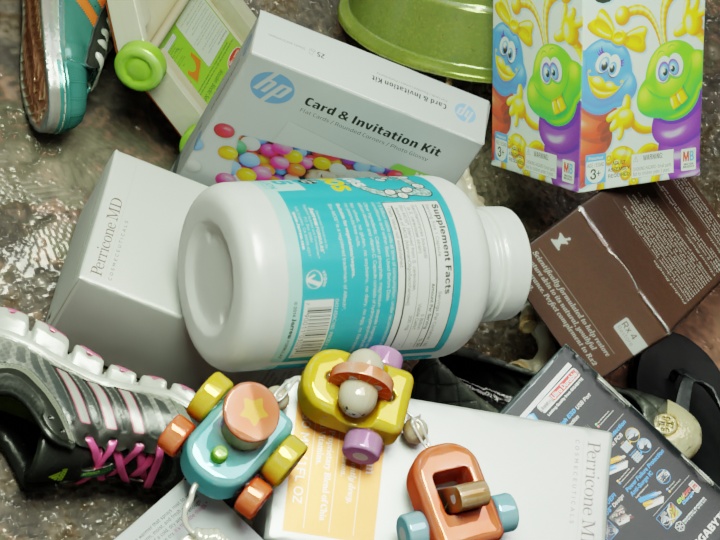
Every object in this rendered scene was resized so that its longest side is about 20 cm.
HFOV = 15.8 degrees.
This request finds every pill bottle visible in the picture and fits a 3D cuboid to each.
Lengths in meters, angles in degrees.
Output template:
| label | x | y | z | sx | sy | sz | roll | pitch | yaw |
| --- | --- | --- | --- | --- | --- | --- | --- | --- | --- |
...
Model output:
| label | x | y | z | sx | sy | sz | roll | pitch | yaw |
| --- | --- | --- | --- | --- | --- | --- | --- | --- | --- |
| pill bottle | 0.000 | 0.000 | 1.542 | 0.199 | 0.111 | 0.111 | -3 | 58 | -28 |

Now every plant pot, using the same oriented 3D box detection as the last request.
| label | x | y | z | sx | sy | sz | roll | pitch | yaw |
| --- | --- | --- | --- | --- | --- | --- | --- | --- | --- |
| plant pot | 0.091 | -0.253 | 1.783 | 0.199 | 0.191 | 0.200 | 5 | 28 | -3 |

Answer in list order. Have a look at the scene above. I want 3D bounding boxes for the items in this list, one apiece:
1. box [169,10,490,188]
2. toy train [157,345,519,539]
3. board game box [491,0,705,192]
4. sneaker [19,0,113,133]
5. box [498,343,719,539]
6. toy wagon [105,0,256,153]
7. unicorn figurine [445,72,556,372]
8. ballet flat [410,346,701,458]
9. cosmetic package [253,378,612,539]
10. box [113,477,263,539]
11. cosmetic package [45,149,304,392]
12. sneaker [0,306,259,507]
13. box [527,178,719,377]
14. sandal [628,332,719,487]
| label | x | y | z | sx | sy | sz | roll | pitch | yaw |
| --- | --- | --- | --- | --- | --- | --- | --- | --- | --- |
| box | -0.030 | -0.061 | 1.620 | 0.155 | 0.200 | 0.041 | 21 | 48 | -13 |
| toy train | -0.011 | 0.109 | 1.450 | 0.199 | 0.056 | 0.151 | -6 | 65 | -19 |
| board game box | 0.154 | -0.163 | 1.687 | 0.103 | 0.201 | 0.105 | -9 | 16 | -31 |
| sneaker | -0.180 | -0.171 | 1.710 | 0.080 | 0.071 | 0.201 | 8 | 52 | -17 |
| box | 0.117 | 0.169 | 1.594 | 0.159 | 0.046 | 0.200 | 42 | 67 | 6 |
| toy wagon | -0.090 | -0.124 | 1.714 | 0.200 | 0.039 | 0.155 | 53 | 33 | -19 |
| unicorn figurine | 0.085 | -0.010 | 1.740 | 0.200 | 0.074 | 0.138 | 44 | 38 | -11 |
| ballet flat | 0.127 | 0.093 | 1.672 | 0.199 | 0.057 | 0.067 | 10 | 56 | -10 |
| cosmetic package | 0.041 | 0.135 | 1.528 | 0.199 | 0.071 | 0.102 | 9 | 67 | -8 |
| box | -0.106 | 0.242 | 1.430 | 0.176 | 0.097 | 0.200 | 43 | 49 | 7 |
| cosmetic package | -0.085 | 0.020 | 1.612 | 0.199 | 0.085 | 0.108 | 21 | 53 | -14 |
| sneaker | -0.158 | 0.100 | 1.525 | 0.199 | 0.074 | 0.088 | 27 | 48 | -1 |
| box | 0.178 | -0.006 | 1.720 | 0.100 | 0.075 | 0.200 | 55 | 25 | 2 |
| sandal | 0.228 | 0.125 | 1.724 | 0.076 | 0.043 | 0.201 | 9 | 54 | -22 |
